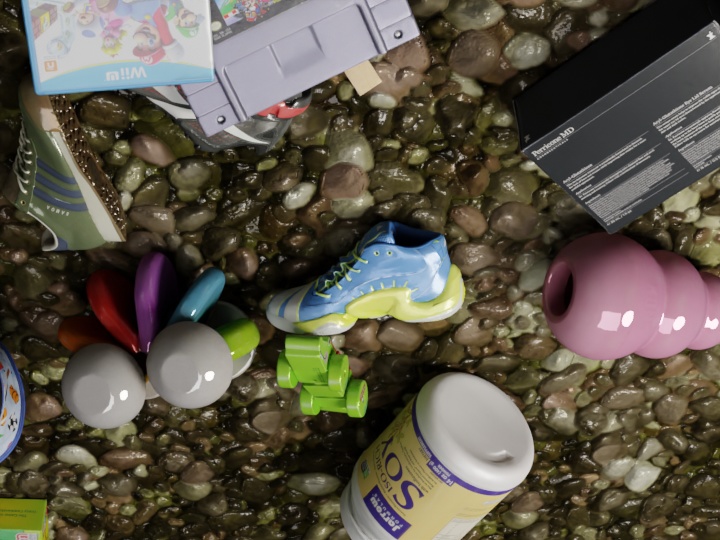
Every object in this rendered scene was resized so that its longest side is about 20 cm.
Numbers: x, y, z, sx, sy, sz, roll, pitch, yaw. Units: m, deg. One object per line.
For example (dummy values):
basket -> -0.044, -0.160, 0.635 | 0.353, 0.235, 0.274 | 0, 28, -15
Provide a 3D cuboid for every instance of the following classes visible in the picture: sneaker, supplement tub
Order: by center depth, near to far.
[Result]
sneaker -> -0.147, -0.152, 1.224 | 0.200, 0.071, 0.098 | 14, 129, -18
sneaker -> -0.286, -0.087, 1.281 | 0.089, 0.067, 0.201 | -15, 136, 5
sneaker -> 0.000, 0.000, 1.391 | 0.199, 0.076, 0.105 | -7, 115, 5
supplement tub -> 0.079, 0.221, 1.541 | 0.145, 0.146, 0.200 | 22, 129, -22

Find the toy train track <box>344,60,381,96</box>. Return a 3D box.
toy train track -> -0.044, -0.233, 1.175 | 0.114, 0.033, 0.200 | -32, 120, 5

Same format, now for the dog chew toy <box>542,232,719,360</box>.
dog chew toy -> 0.281, 0.032, 1.391 | 0.199, 0.125, 0.125 | 9, 133, -21

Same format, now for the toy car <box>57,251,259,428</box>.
toy car -> -0.202, 0.058, 1.387 | 0.199, 0.175, 0.151 | -14, 96, 11

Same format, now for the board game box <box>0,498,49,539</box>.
board game box -> -0.473, 0.316, 1.676 | 0.199, 0.048, 0.102 | 3, 134, -6

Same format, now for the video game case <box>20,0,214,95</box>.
video game case -> -0.188, -0.231, 1.071 | 0.142, 0.018, 0.201 | -6, 124, -8

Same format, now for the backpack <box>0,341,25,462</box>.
backpack -> -0.434, 0.138, 1.418 | 0.190, 0.201, 0.154 | -19, 163, 6

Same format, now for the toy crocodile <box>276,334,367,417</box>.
toy crocodile -> -0.037, 0.104, 1.441 | 0.067, 0.062, 0.200 | 1, 156, 15

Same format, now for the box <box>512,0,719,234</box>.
box -> 0.256, -0.142, 1.247 | 0.200, 0.079, 0.141 | -33, 130, 27

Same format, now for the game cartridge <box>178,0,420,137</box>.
game cartridge -> -0.065, -0.206, 1.148 | 0.199, 0.038, 0.130 | -26, 124, 1
